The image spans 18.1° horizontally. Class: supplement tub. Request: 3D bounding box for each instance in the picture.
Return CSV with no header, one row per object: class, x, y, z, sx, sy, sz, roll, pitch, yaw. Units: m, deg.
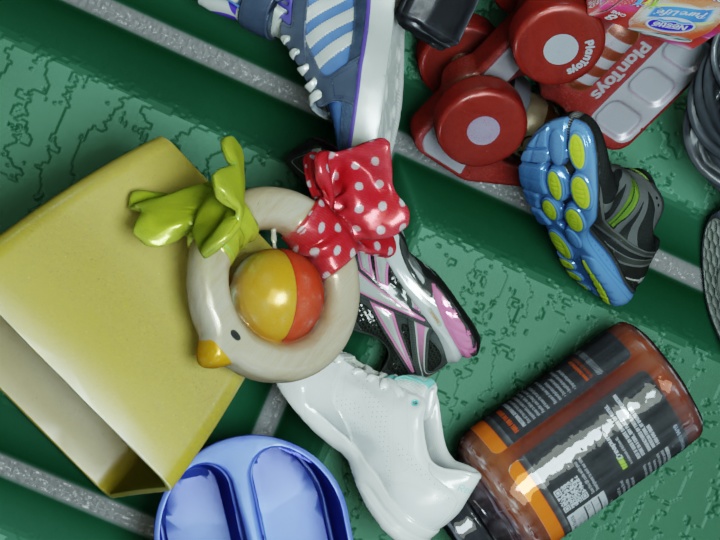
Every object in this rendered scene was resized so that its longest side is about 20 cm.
supplement tub,0.145,0.133,1.657,0.199,0.107,0.107,-35,97,-5

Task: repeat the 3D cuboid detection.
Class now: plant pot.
plant pot,-0.164,0.022,1.569,0.200,0.200,0.176,46,72,-8

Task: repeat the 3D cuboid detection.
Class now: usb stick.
usb stick,0.085,-0.252,1.585,0.055,0.033,0.201,26,88,-28

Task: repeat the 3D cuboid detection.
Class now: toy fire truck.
toy fire truck,0.141,-0.134,1.632,0.167,0.112,0.200,30,117,-28

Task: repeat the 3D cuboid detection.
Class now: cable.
cable,0.311,-0.102,1.607,0.163,0.051,0.200,-31,113,38

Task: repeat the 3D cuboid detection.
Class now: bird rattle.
bird rattle,-0.056,-0.007,1.503,0.199,0.112,0.164,6,80,-43

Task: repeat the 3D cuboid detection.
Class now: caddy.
caddy,-0.073,0.215,1.629,0.140,0.105,0.202,-13,95,-6

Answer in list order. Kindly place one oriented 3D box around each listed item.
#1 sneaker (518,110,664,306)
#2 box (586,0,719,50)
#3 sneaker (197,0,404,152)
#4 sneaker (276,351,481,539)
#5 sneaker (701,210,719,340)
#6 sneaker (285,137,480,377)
sneaker,0.172,-0.055,1.633,0.071,0.200,0.083,29,72,34
box,0.214,-0.268,1.563,0.099,0.095,0.201,14,62,-33
sneaker,-0.045,-0.163,1.613,0.145,0.081,0.202,3,82,11
sneaker,0.012,0.095,1.622,0.088,0.075,0.200,-44,74,20
sneaker,0.347,0.035,1.701,0.145,0.077,0.204,-19,88,-16
sneaker,0.000,0.000,1.646,0.086,0.080,0.201,-35,92,6
